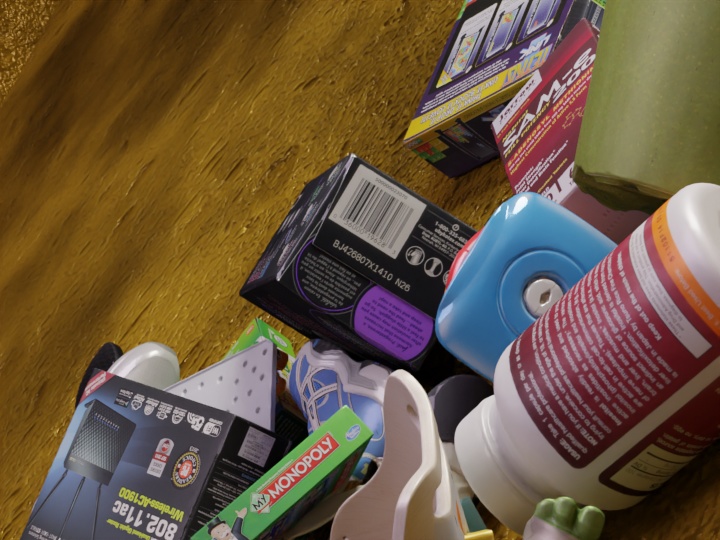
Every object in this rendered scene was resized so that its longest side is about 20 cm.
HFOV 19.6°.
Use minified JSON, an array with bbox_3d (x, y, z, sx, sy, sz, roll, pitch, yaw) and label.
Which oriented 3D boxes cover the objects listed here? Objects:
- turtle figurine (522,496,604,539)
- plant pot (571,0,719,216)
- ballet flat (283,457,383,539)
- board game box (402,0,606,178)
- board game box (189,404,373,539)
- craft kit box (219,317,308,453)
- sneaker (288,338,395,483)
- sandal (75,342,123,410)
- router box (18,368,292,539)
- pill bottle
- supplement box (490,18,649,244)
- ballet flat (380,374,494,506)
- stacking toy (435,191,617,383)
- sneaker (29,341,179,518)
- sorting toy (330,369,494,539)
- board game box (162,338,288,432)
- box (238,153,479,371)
[{"bbox_3d":[0.108,0.187,0.956,0.144,0.200,0.194,-2,41,23],"label":"turtle figurine"},{"bbox_3d":[0.208,-0.118,1.193,0.190,0.200,0.200,-69,21,-5],"label":"plant pot"},{"bbox_3d":[-0.029,0.201,1.359,0.200,0.071,0.069,-52,20,8],"label":"ballet flat"},{"bbox_3d":[0.133,-0.176,1.629,0.200,0.057,0.165,-24,38,56],"label":"board game box"},{"bbox_3d":[-0.063,0.171,1.378,0.135,0.029,0.200,-41,-11,-23],"label":"board game box"},{"bbox_3d":[-0.120,0.157,1.693,0.200,0.048,0.198,-51,22,10],"label":"craft kit box"},{"bbox_3d":[-0.015,0.102,1.483,0.077,0.076,0.200,-53,17,-10],"label":"sneaker"},{"bbox_3d":[-0.227,0.142,1.989,0.075,0.045,0.200,-55,33,18],"label":"sandal"},{"bbox_3d":[-0.156,0.166,1.551,0.200,0.062,0.150,12,77,51],"label":"router box"},{"bbox_3d":[0.146,0.055,1.122,0.200,0.113,0.113,-44,22,27],"label":"pill bottle"},{"bbox_3d":[0.155,-0.086,1.419,0.109,0.061,0.200,-49,19,17],"label":"supplement box"},{"bbox_3d":[0.032,0.160,1.286,0.200,0.073,0.073,-59,18,11],"label":"ballet flat"},{"bbox_3d":[0.093,0.029,1.347,0.116,0.110,0.200,-58,4,-12],"label":"stacking toy"},{"bbox_3d":[-0.200,0.156,1.739,0.080,0.070,0.200,18,80,61],"label":"sneaker"},{"bbox_3d":[0.031,0.156,1.103,0.200,0.107,0.180,-92,-4,-59],"label":"sorting toy"},{"bbox_3d":[-0.131,0.174,1.590,0.200,0.026,0.200,-27,49,35],"label":"board game box"},{"bbox_3d":[0.000,0.000,1.496,0.106,0.122,0.200,-58,8,-9],"label":"box"}]
